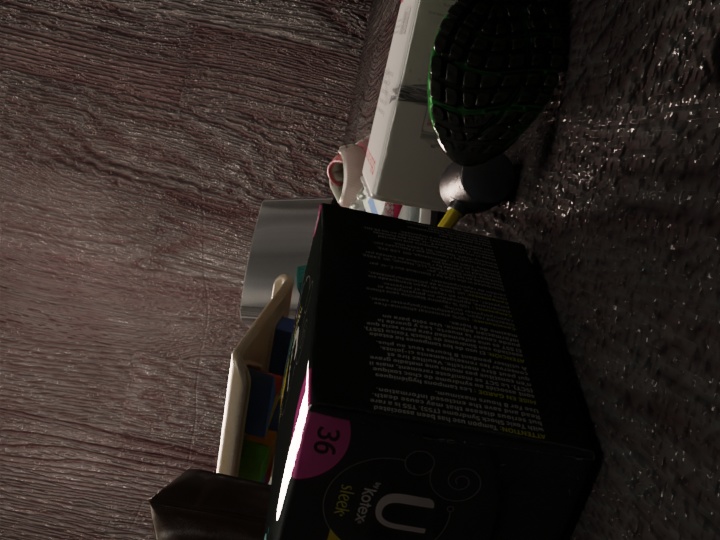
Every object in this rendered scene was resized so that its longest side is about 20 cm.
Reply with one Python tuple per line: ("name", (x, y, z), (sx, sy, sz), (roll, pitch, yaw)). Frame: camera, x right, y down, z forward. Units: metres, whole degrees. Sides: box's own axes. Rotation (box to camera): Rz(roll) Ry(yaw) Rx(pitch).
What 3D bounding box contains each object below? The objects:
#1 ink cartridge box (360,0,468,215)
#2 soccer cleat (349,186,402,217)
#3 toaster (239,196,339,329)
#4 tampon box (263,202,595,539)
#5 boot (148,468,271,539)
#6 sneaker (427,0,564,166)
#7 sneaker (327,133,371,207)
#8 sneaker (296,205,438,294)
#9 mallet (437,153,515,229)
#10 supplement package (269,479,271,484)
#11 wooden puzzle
("ink cartridge box", (0.064, -0.157, 0.812), (0.147, 0.083, 0.200), (-103, 25, -77))
("soccer cleat", (0.013, -0.062, 1.048), (0.070, 0.086, 0.200), (4, -84, -77))
("toaster", (-0.063, 0.013, 1.278), (0.200, 0.118, 0.181), (54, -140, -62))
("tampon box", (0.022, 0.081, 0.517), (0.200, 0.126, 0.150), (-90, 11, -62))
("boot", (-0.062, 0.224, 0.702), (0.187, 0.200, 0.064), (-87, 9, -59))
("sneaker", (0.091, -0.146, 0.634), (0.085, 0.078, 0.200), (97, -170, -62))
("sneaker", (0.019, -0.140, 1.150), (0.075, 0.104, 0.200), (105, 175, -50))
("sneaker", (0.000, 0.000, 0.950), (0.084, 0.121, 0.200), (-94, 17, -70))
("mallet", (0.036, 0.001, 0.652), (0.200, 0.041, 0.066), (-55, 6, -16))
("supplement package", (-0.081, 0.264, 1.073), (0.117, 0.117, 0.200), (44, 131, 41))
("wooden puzzle", (-0.087, 0.122, 0.901), (0.200, 0.046, 0.186), (-72, -7, -67))
